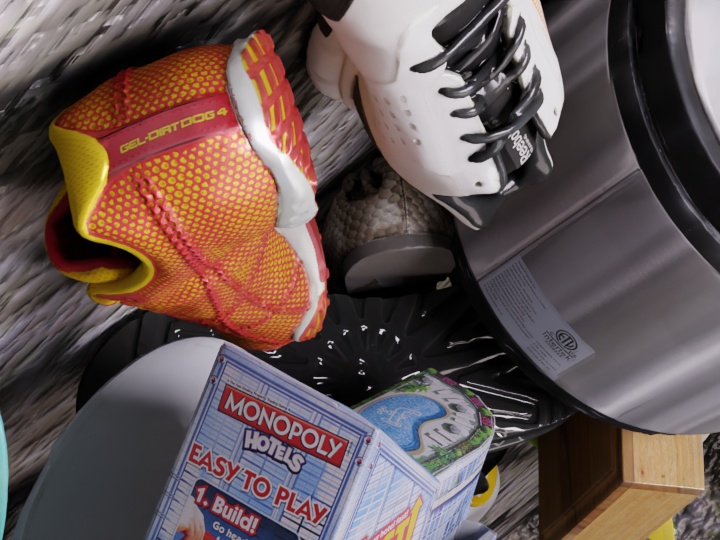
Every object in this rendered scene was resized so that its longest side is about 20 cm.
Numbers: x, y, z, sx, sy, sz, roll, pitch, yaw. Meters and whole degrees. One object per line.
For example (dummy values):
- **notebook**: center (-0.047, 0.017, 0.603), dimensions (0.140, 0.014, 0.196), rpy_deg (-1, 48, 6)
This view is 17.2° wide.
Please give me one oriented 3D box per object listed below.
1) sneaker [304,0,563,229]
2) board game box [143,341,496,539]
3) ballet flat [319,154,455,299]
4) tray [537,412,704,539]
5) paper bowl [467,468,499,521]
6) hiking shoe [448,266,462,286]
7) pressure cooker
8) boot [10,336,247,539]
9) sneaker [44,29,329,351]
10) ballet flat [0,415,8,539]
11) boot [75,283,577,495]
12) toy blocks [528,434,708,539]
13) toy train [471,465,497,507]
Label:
- **sneaker**: center (0.027, -0.069, 0.662), dimensions (0.074, 0.080, 0.200), rpy_deg (-37, 168, -3)
- **board game box**: center (-0.016, 0.110, 0.764), dimensions (0.200, 0.062, 0.200), rpy_deg (-23, 135, -56)
- **ballet flat**: center (0.000, 0.000, 0.950), dimensions (0.067, 0.047, 0.200), rpy_deg (-7, 165, -10)
- **tray**: center (0.100, 0.007, 0.957), dimensions (0.037, 0.201, 0.099), rpy_deg (6, 155, -13)
- **paper bowl**: center (-0.006, 0.120, 1.265), dimensions (0.200, 0.104, 0.201), rpy_deg (-38, 168, -9)
- **hiking shoe**: center (0.087, -0.015, 1.140), dimensions (0.087, 0.075, 0.200), rpy_deg (-32, 162, 10)
- **pressure cooker**: center (0.142, -0.044, 0.816), dimensions (0.200, 0.175, 0.179), rpy_deg (142, -39, -58)
- **boot**: center (-0.098, 0.114, 0.809), dimensions (0.200, 0.073, 0.096), rpy_deg (-60, -170, -12)
- **sneaker**: center (-0.051, -0.018, 0.684), dimensions (0.077, 0.073, 0.200), rpy_deg (-16, 164, -1)
- **ballet flat**: center (-0.150, 0.084, 0.740), dimensions (0.065, 0.071, 0.200), rpy_deg (-11, 155, -18)
- **boot**: center (-0.021, 0.065, 0.931), dimensions (0.210, 0.080, 0.158), rpy_deg (-3, 163, -21)
- **toy blocks**: center (0.143, 0.040, 1.091), dimensions (0.137, 0.100, 0.200), rpy_deg (-54, 179, 5)
- **toy train**: center (-0.027, 0.097, 1.086), dimensions (0.200, 0.150, 0.056), rpy_deg (-49, 143, 13)
